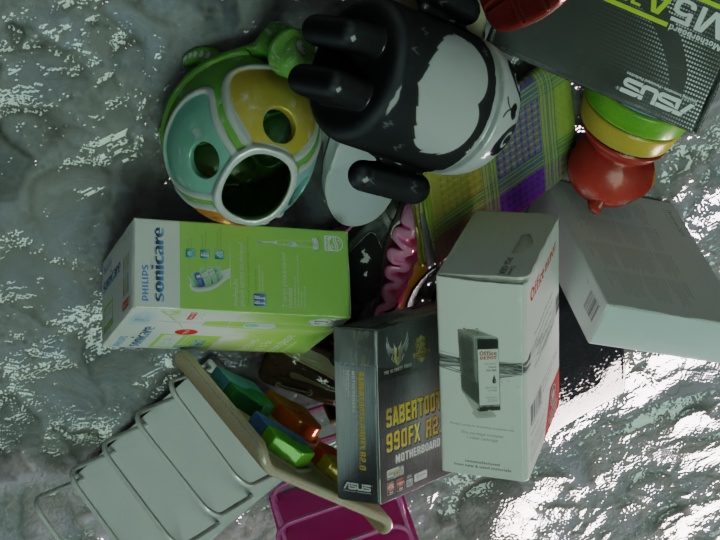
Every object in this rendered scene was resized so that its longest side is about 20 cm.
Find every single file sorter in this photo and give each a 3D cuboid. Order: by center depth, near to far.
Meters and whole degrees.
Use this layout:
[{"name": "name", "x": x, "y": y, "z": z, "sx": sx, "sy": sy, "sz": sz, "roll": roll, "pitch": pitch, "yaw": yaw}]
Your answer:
[{"name": "file sorter", "x": -0.192, "y": 0.205, "z": 1.657, "sx": 0.200, "sy": 0.124, "sz": 0.139, "roll": -41, "pitch": 82, "yaw": 15}, {"name": "file sorter", "x": -0.022, "y": 0.244, "z": 1.723, "sx": 0.138, "sy": 0.200, "sz": 0.126, "roll": -18, "pitch": 129, "yaw": -2}]

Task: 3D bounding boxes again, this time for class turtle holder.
[{"name": "turtle holder", "x": -0.086, "y": -0.120, "z": 1.473, "sx": 0.185, "sy": 0.132, "sz": 0.141, "roll": -37, "pitch": 127, "yaw": 14}]

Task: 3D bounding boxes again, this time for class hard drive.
[{"name": "hard drive", "x": 0.208, "y": 0.088, "z": 1.740, "sx": 0.134, "sy": 0.042, "sz": 0.200, "roll": -29, "pitch": 141, "yaw": -7}]

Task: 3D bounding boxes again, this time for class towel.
[{"name": "towel", "x": 0.122, "y": -0.101, "z": 1.566, "sx": 0.200, "sy": 0.023, "sz": 0.144, "roll": -35, "pitch": 136, "yaw": -25}]

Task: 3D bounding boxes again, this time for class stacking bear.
[{"name": "stacking bear", "x": 0.254, "y": -0.145, "z": 1.569, "sx": 0.113, "sy": 0.122, "sz": 0.201, "roll": 10, "pitch": 127, "yaw": -15}]

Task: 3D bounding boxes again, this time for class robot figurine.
[{"name": "robot figurine", "x": 0.040, "y": -0.149, "z": 1.393, "sx": 0.199, "sy": 0.125, "sz": 0.150, "roll": 16, "pitch": 129, "yaw": -39}]

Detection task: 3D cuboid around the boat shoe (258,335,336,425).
[{"name": "boat shoe", "x": -0.011, "y": 0.120, "z": 1.714, "sx": 0.202, "sy": 0.075, "sz": 0.075, "roll": 27, "pitch": 105, "yaw": -18}]

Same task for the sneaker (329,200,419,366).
[{"name": "sneaker", "x": 0.000, "y": 0.000, "z": 1.620, "sx": 0.095, "sy": 0.079, "sz": 0.201, "roll": 23, "pitch": 110, "yaw": 8}]

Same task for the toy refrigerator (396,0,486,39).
[{"name": "toy refrigerator", "x": 0.068, "y": -0.244, "z": 1.465, "sx": 0.075, "sy": 0.070, "sz": 0.201, "roll": -3, "pitch": 127, "yaw": -5}]

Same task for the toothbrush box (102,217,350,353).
[{"name": "toothbrush box", "x": -0.124, "y": 0.017, "z": 1.553, "sx": 0.199, "sy": 0.087, "sz": 0.146, "roll": 5, "pitch": 163, "yaw": -19}]

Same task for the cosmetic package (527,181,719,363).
[{"name": "cosmetic package", "x": 0.258, "y": -0.001, "z": 1.616, "sx": 0.150, "sy": 0.200, "sz": 0.052, "roll": 8, "pitch": 125, "yaw": -20}]

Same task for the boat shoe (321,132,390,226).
[{"name": "boat shoe", "x": -0.005, "y": -0.136, "z": 1.522, "sx": 0.071, "sy": 0.070, "sz": 0.201, "roll": -8, "pitch": 127, "yaw": -7}]

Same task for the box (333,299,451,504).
[{"name": "box", "x": 0.049, "y": 0.116, "z": 1.585, "sx": 0.200, "sy": 0.048, "sz": 0.159, "roll": -12, "pitch": 103, "yaw": -57}]

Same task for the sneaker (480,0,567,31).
[{"name": "sneaker", "x": 0.194, "y": -0.256, "z": 1.386, "sx": 0.115, "sy": 0.079, "sz": 0.200, "roll": -6, "pitch": 162, "yaw": -40}]

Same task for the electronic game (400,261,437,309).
[{"name": "electronic game", "x": 0.110, "y": 0.032, "z": 1.702, "sx": 0.199, "sy": 0.042, "sz": 0.201, "roll": -8, "pitch": 127, "yaw": -10}]

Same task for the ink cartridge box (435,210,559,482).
[{"name": "ink cartridge box", "x": 0.126, "y": 0.064, "z": 1.534, "sx": 0.082, "sy": 0.147, "sz": 0.201, "roll": 5, "pitch": 116, "yaw": 17}]

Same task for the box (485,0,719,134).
[{"name": "box", "x": 0.232, "y": -0.242, "z": 1.441, "sx": 0.199, "sy": 0.048, "sz": 0.194, "roll": 24, "pitch": 101, "yaw": 4}]

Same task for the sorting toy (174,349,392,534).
[{"name": "sorting toy", "x": -0.067, "y": 0.155, "z": 1.594, "sx": 0.037, "sy": 0.185, "sz": 0.200, "roll": -51, "pitch": 133, "yaw": 3}]
